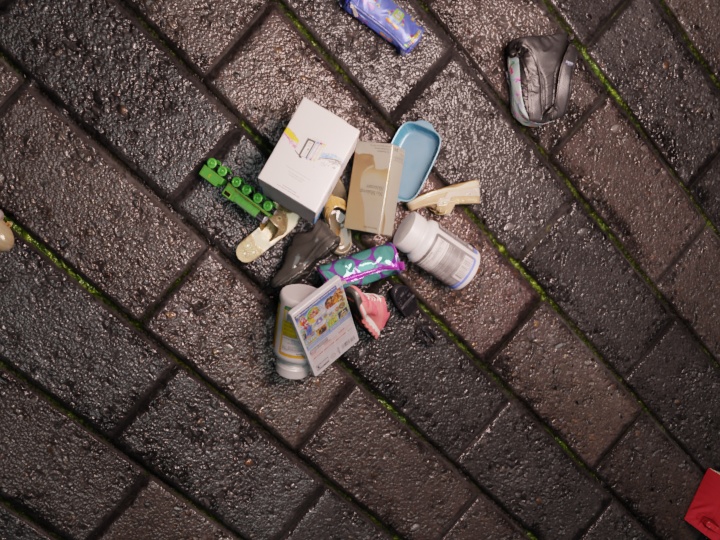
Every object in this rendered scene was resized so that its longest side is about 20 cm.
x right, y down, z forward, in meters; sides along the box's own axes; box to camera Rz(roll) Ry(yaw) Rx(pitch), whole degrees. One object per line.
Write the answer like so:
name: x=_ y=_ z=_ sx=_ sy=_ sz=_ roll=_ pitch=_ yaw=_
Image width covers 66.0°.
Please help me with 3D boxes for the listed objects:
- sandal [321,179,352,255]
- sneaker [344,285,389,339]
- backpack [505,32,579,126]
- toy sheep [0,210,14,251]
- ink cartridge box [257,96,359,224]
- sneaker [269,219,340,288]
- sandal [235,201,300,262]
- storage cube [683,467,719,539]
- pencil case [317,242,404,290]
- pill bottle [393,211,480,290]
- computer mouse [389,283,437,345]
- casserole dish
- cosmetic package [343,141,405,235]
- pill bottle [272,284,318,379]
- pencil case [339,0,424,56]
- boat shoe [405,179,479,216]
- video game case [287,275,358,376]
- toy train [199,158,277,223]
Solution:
sandal: x=-0.059 y=-0.133 z=1.309 sx=0.079 sy=0.054 sz=0.204 roll=-14 pitch=102 yaw=-10
sneaker: x=0.017 y=0.081 z=1.328 sx=0.087 sy=0.073 sz=0.201 roll=-48 pitch=144 yaw=-15
backpack: x=0.431 y=-0.454 z=1.337 sx=0.163 sy=0.127 sz=0.205 roll=-7 pitch=102 yaw=0
toy sheep: x=-0.797 y=-0.093 z=1.104 sx=0.198 sy=0.138 sz=0.140 roll=28 pitch=92 yaw=-27
ink cartridge box: x=-0.112 y=-0.234 z=1.208 sx=0.143 sy=0.147 sz=0.203 roll=29 pitch=82 yaw=-3
sneaker: x=-0.141 y=-0.037 z=1.303 sx=0.199 sy=0.076 sz=0.091 roll=-40 pitch=80 yaw=4
sandal: x=-0.202 y=-0.097 z=1.274 sx=0.212 sy=0.070 sz=0.078 roll=-46 pitch=106 yaw=-3
storage cube: x=1.133 y=0.737 z=1.666 sx=0.197 sy=0.171 sz=0.183 roll=24 pitch=93 yaw=-15
pencil case: x=0.000 y=0.000 z=1.323 sx=0.196 sy=0.093 sz=0.087 roll=-20 pitch=115 yaw=-10
pill bottle: x=0.184 y=-0.049 z=1.350 sx=0.198 sy=0.114 sz=0.115 roll=32 pitch=91 yaw=-15
computer mouse: x=0.133 y=0.115 z=1.411 sx=0.058 sy=0.034 sz=0.202 roll=-41 pitch=111 yaw=-21
casserole dish: x=0.117 y=-0.254 z=1.315 sx=0.120 sy=0.039 sz=0.203 roll=28 pitch=94 yaw=22
cosmetic package: x=0.032 y=-0.189 z=1.284 sx=0.103 sy=0.071 sz=0.205 roll=10 pitch=95 yaw=29
pill bottle: x=-0.146 y=0.145 z=1.296 sx=0.110 sy=0.113 sz=0.204 roll=5 pitch=110 yaw=-14
pencil case: x=0.050 y=-0.571 z=1.252 sx=0.198 sy=0.078 sz=0.088 roll=34 pitch=61 yaw=-15
boat shoe: x=0.207 y=-0.168 z=1.356 sx=0.196 sy=0.074 sz=0.071 roll=-16 pitch=96 yaw=-11
video game case: x=-0.079 y=0.128 z=1.256 sx=0.142 sy=0.018 sz=0.203 roll=-37 pitch=134 yaw=-25
toy train: x=-0.273 y=-0.176 z=1.233 sx=0.199 sy=0.042 sz=0.057 roll=38 pitch=96 yaw=4
